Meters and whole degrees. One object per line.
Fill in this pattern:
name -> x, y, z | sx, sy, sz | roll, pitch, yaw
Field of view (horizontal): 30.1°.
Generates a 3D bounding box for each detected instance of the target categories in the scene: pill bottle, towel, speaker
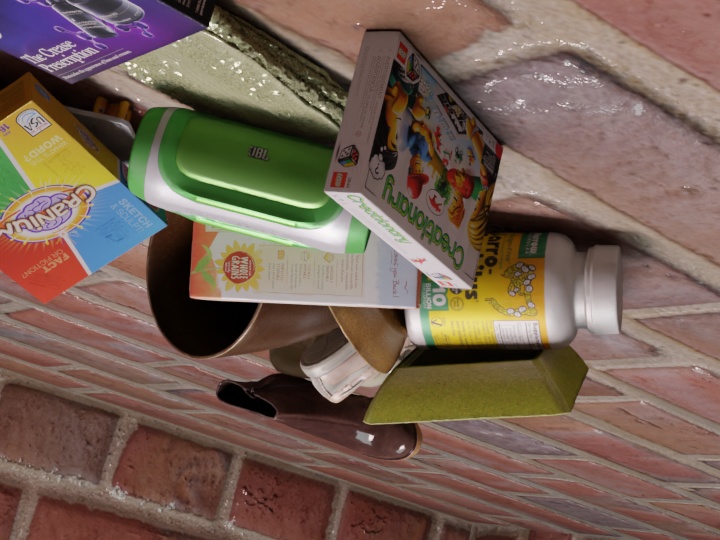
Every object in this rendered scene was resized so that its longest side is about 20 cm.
pill bottle -> 0.149, 0.020, 1.287 | 0.199, 0.113, 0.113 | 0, 161, 16
towel -> -0.100, -0.150, 1.070 | 0.148, 0.037, 0.200 | 0, 159, 44
speaker -> -0.084, -0.074, 1.095 | 0.199, 0.089, 0.088 | 14, 165, 2

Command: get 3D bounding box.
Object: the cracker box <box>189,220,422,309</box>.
cracker box -> -0.044, -0.037, 1.168 | 0.199, 0.135, 0.058 | 3, 178, 7

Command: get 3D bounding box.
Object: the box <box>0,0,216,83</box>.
box -> -0.199, -0.203, 0.897 | 0.141, 0.079, 0.200 | 27, 160, -33

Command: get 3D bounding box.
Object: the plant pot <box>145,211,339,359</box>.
plant pot -> -0.084, 0.001, 1.374 | 0.186, 0.188, 0.199 | -1, 174, 44

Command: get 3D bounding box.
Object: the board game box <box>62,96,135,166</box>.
board game box -> -0.302, -0.137, 1.313 | 0.199, 0.026, 0.200 | 13, 165, 5

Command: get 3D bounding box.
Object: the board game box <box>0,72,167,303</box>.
board game box -> -0.295, -0.069, 1.222 | 0.153, 0.040, 0.200 | -31, 137, 12

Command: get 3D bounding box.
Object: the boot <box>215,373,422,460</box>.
boot -> -0.046, 0.169, 1.518 | 0.199, 0.073, 0.166 | 19, -173, 33

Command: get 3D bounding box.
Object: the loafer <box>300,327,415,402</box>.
loafer -> 0.032, 0.069, 1.454 | 0.063, 0.199, 0.072 | 58, -178, -24

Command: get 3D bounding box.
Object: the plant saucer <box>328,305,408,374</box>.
plant saucer -> 0.000, 0.000, 1.286 | 0.035, 0.201, 0.200 | -25, 152, 14

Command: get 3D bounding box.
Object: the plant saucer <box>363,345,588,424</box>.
plant saucer -> 0.117, 0.101, 1.331 | 0.199, 0.048, 0.200 | -5, -173, 15

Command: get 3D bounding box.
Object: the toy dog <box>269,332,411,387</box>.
toy dog -> 0.022, 0.077, 1.599 | 0.193, 0.140, 0.200 | 14, 179, 30

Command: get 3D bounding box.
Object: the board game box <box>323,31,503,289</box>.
board game box -> 0.046, -0.078, 1.025 | 0.034, 0.127, 0.200 | 5, 163, 31
